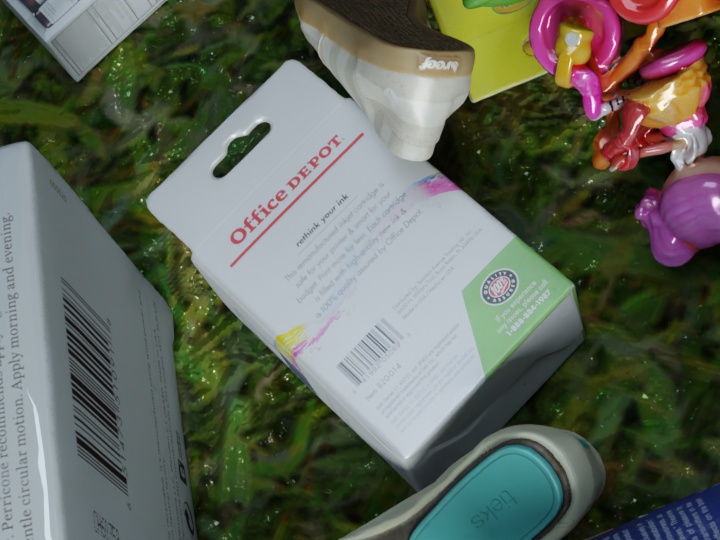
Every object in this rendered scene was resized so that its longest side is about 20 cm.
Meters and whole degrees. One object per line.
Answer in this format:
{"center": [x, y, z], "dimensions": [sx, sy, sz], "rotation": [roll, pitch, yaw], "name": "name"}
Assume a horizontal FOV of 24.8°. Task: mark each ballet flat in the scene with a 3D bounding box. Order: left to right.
{"center": [0.030, 0.131, 0.739], "dimensions": [0.199, 0.069, 0.070], "rotation": [-37, 59, 27], "name": "ballet flat"}

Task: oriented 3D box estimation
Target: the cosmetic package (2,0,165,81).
{"center": [-0.201, -0.208, 0.968], "dimensions": [0.082, 0.051, 0.200], "rotation": [-42, 63, -6], "name": "cosmetic package"}

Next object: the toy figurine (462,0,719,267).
{"center": [0.163, -0.071, 0.749], "dimensions": [0.198, 0.150, 0.186], "rotation": [-16, 96, 28], "name": "toy figurine"}

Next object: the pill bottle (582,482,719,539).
{"center": [0.135, 0.155, 0.677], "dimensions": [0.198, 0.111, 0.112], "rotation": [-24, 62, 4], "name": "pill bottle"}

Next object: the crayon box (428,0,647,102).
{"center": [0.087, -0.181, 0.873], "dimensions": [0.126, 0.051, 0.202], "rotation": [-21, 62, 7], "name": "crayon box"}

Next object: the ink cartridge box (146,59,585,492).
{"center": [0.000, 0.000, 0.809], "dimensions": [0.117, 0.067, 0.200], "rotation": [-44, 63, -7], "name": "ink cartridge box"}

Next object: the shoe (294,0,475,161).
{"center": [0.007, -0.107, 0.822], "dimensions": [0.069, 0.054, 0.200], "rotation": [-3, 21, -12], "name": "shoe"}

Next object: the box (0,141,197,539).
{"center": [-0.164, 0.085, 0.745], "dimensions": [0.129, 0.200, 0.201], "rotation": [-14, 64, 7], "name": "box"}
